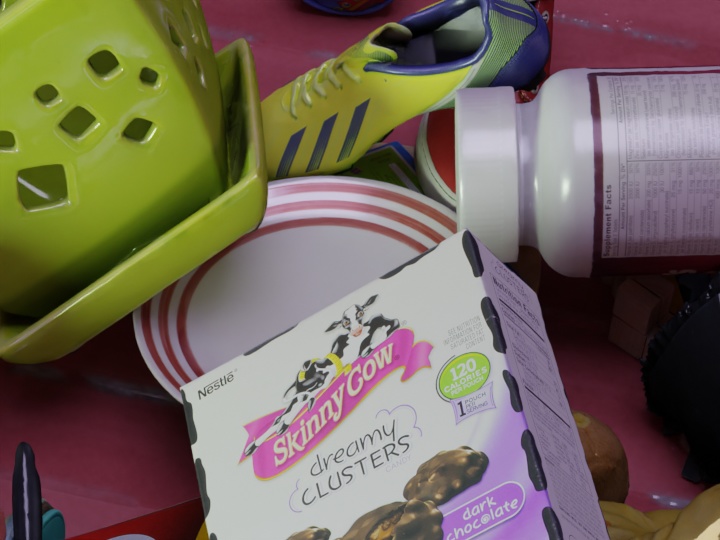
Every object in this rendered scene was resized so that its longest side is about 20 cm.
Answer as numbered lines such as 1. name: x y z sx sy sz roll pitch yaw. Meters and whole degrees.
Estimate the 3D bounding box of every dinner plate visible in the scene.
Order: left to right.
1. dinner plate: -0.019 0.024 1.366 0.199 0.024 0.201 0 42 0

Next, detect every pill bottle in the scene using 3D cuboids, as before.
1. pill bottle: 0.149 -0.052 1.359 0.199 0.110 0.110 -2 52 1

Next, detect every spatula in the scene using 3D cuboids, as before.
1. spatula: -0.148 0.178 1.241 0.020 0.057 0.201 -10 73 -8

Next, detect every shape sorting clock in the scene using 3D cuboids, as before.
1. shape sorting clock: 0.000 0.000 1.440 0.199 0.039 0.201 1 43 -1

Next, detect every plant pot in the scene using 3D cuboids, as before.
1. plant pot: -0.158 -0.084 1.357 0.200 0.182 0.199 -34 27 13

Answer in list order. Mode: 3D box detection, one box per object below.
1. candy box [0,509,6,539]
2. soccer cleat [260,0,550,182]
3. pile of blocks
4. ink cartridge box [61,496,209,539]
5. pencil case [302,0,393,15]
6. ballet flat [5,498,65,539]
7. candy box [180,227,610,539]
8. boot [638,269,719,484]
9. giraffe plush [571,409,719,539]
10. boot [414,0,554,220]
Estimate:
1. candy box: -0.253 0.185 1.198 0.199 0.055 0.116 -18 69 17
2. soccer cleat: 0.007 -0.105 1.413 0.199 0.084 0.065 -21 62 26
3. pile of blocks: 0.160 -0.037 1.468 0.082 0.062 0.201 -10 54 -12
4. ink cartridge box: -0.033 0.204 1.251 0.175 0.084 0.200 -17 55 -17
5. pencil case: -0.019 -0.252 1.610 0.086 0.078 0.201 14 47 -25
6. ballet flat: -0.198 0.193 1.259 0.074 0.074 0.201 10 50 4
7. candy box: 0.017 0.107 1.182 0.167 0.072 0.201 -30 49 18
8. boot: 0.220 0.069 1.311 0.073 0.199 0.163 -21 63 -23
9. giraffe plush: 0.101 0.137 1.274 0.199 0.173 0.162 -10 39 -33
10. boot: 0.082 -0.126 1.457 0.072 0.145 0.201 12 41 -8
